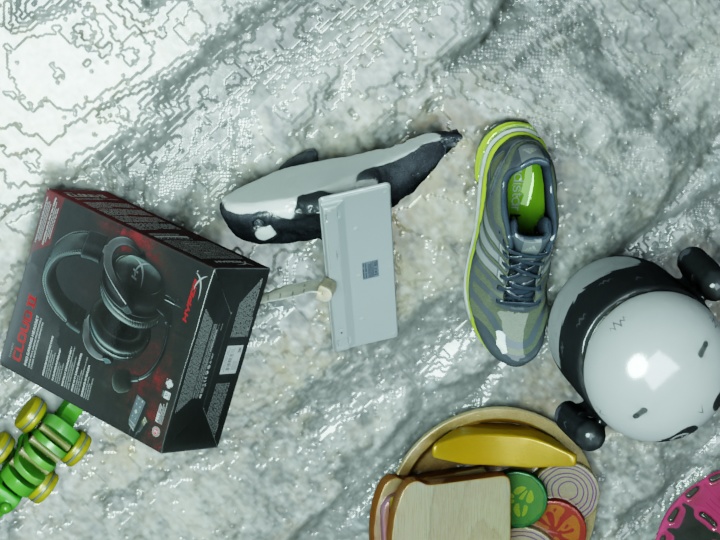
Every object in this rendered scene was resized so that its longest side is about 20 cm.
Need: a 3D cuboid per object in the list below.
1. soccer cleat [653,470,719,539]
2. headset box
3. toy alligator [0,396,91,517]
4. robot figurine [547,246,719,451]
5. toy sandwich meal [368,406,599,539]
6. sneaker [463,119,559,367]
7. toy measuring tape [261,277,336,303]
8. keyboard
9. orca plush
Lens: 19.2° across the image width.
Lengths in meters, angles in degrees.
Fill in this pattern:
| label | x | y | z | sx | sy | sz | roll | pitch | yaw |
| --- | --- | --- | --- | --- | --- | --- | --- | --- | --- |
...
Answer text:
| label | x | y | z | sx | sy | sz | roll | pitch | yaw |
| --- | --- | --- | --- | --- | --- | --- | --- | --- | --- |
| soccer cleat | 0.276 | 0.259 | 1.839 | 0.070 | 0.086 | 0.200 | 33 | 77 | 19 |
| headset box | -0.183 | 0.032 | 1.644 | 0.199 | 0.077 | 0.150 | 25 | 103 | 31 |
| toy alligator | -0.279 | 0.169 | 1.721 | 0.059 | 0.054 | 0.200 | 41 | 95 | -16 |
| robot figurine | 0.222 | 0.061 | 1.699 | 0.124 | 0.200 | 0.151 | -2 | 105 | -9 |
| toy sandwich meal | 0.107 | 0.208 | 1.788 | 0.204 | 0.070 | 0.207 | -2 | 105 | -9 |
| sneaker | 0.125 | -0.016 | 1.725 | 0.073 | 0.081 | 0.202 | -5 | 106 | -8 |
| toy measuring tape | -0.107 | 0.059 | 1.697 | 0.199 | 0.074 | 0.074 | -13 | 108 | 15 |
| keyboard | 0.000 | 0.000 | 1.686 | 0.056 | 0.011 | 0.201 | -18 | 145 | -10 |
| orca plush | -0.010 | -0.054 | 1.694 | 0.199 | 0.105 | 0.072 | -26 | 120 | -24 |
